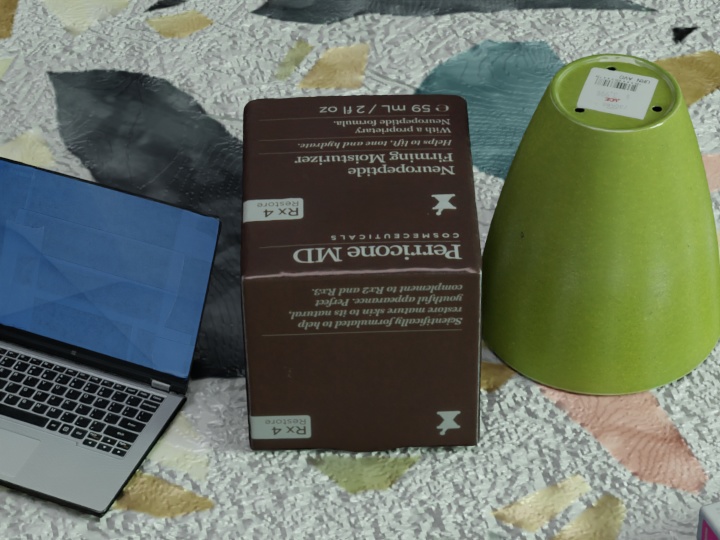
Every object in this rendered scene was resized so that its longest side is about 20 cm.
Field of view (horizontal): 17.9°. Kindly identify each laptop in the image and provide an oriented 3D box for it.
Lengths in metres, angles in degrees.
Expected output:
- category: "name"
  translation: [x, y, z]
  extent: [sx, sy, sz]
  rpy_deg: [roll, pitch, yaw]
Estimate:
- category: "laptop"
  translation: [-0.219, 0.043, 1.602]
  extent: [0.186, 0.117, 0.200]
  rpy_deg: [15, 43, 18]

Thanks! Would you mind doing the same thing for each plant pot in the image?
- category: "plant pot"
  translation: [0.175, -0.048, 1.637]
  extent: [0.185, 0.201, 0.188]
  rpy_deg: [-1, 40, 1]

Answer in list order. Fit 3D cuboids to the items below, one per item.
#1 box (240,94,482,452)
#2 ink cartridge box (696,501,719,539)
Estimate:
- category: "box"
  translation: [0.000, 0.000, 1.610]
  extent: [0.164, 0.165, 0.201]
  rpy_deg: [-1, 40, -1]
- category: "ink cartridge box"
  translation: [0.313, 0.212, 1.455]
  extent: [0.118, 0.042, 0.200]
  rpy_deg: [-16, 41, -16]
